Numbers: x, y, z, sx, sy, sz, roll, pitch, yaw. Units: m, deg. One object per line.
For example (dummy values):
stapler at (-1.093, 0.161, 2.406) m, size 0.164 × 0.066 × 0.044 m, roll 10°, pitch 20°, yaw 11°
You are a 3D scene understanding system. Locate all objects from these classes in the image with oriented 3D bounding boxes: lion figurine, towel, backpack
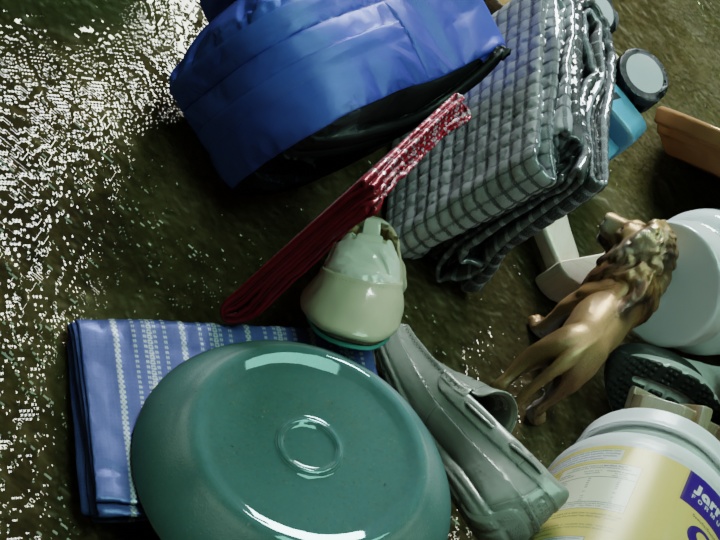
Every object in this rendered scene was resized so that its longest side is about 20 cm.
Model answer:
lion figurine at (0.161, 0.044, 1.580) m, size 0.072 × 0.122 × 0.200 m, roll 43°, pitch 41°, yaw -11°
towel at (-0.078, 0.094, 1.345) m, size 0.200 × 0.024 × 0.145 m, roll 4°, pitch 51°, yaw -20°
towel at (-0.007, -0.040, 1.426) m, size 0.022 × 0.145 × 0.200 m, roll 49°, pitch 29°, yaw -3°
towel at (0.106, -0.096, 1.605) m, size 0.086 × 0.166 × 0.200 m, roll 34°, pitch 42°, yaw -29°
backpack at (-0.036, -0.148, 1.514) m, size 0.200 × 0.162 × 0.168 m, roll -33°, pitch 87°, yaw -42°

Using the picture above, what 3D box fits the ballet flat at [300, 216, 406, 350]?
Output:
ballet flat at (0.000, 0.000, 1.448) m, size 0.069 × 0.069 × 0.200 m, roll 46°, pitch 9°, yaw -6°

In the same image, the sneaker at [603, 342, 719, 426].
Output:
sneaker at (0.257, 0.103, 1.682) m, size 0.200 × 0.074 × 0.080 m, roll 30°, pitch 29°, yaw -30°

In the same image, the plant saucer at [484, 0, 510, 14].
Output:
plant saucer at (0.056, -0.262, 1.707) m, size 0.200 × 0.035 × 0.200 m, roll 48°, pitch 16°, yaw -18°

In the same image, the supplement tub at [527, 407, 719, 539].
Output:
supplement tub at (0.169, 0.198, 1.452) m, size 0.145 × 0.145 × 0.200 m, roll 44°, pitch 40°, yaw -9°

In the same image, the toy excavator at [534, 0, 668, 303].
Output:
toy excavator at (0.157, -0.094, 1.723) m, size 0.195 × 0.100 × 0.200 m, roll 50°, pitch 53°, yaw -3°

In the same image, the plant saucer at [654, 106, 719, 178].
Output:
plant saucer at (0.333, -0.082, 1.835) m, size 0.200 × 0.038 × 0.200 m, roll 23°, pitch 6°, yaw -3°

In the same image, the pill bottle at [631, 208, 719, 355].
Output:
pill bottle at (0.285, 0.008, 1.716) m, size 0.200 × 0.113 × 0.113 m, roll -3°, pitch 62°, yaw -54°

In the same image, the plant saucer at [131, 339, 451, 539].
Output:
plant saucer at (-0.035, 0.113, 1.306) m, size 0.200 × 0.036 × 0.200 m, roll 12°, pitch 48°, yaw -14°

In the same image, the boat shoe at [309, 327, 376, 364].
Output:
boat shoe at (-0.009, 0.102, 1.420) m, size 0.073 × 0.063 × 0.200 m, roll 31°, pitch 43°, yaw -23°

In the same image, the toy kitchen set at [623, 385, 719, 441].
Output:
toy kitchen set at (0.296, 0.134, 1.544) m, size 0.163 × 0.180 × 0.200 m, roll 25°, pitch 77°, yaw -28°

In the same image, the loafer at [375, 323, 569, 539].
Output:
loafer at (0.070, 0.102, 1.449) m, size 0.200 × 0.070 × 0.070 m, roll 56°, pitch -6°, yaw 41°
